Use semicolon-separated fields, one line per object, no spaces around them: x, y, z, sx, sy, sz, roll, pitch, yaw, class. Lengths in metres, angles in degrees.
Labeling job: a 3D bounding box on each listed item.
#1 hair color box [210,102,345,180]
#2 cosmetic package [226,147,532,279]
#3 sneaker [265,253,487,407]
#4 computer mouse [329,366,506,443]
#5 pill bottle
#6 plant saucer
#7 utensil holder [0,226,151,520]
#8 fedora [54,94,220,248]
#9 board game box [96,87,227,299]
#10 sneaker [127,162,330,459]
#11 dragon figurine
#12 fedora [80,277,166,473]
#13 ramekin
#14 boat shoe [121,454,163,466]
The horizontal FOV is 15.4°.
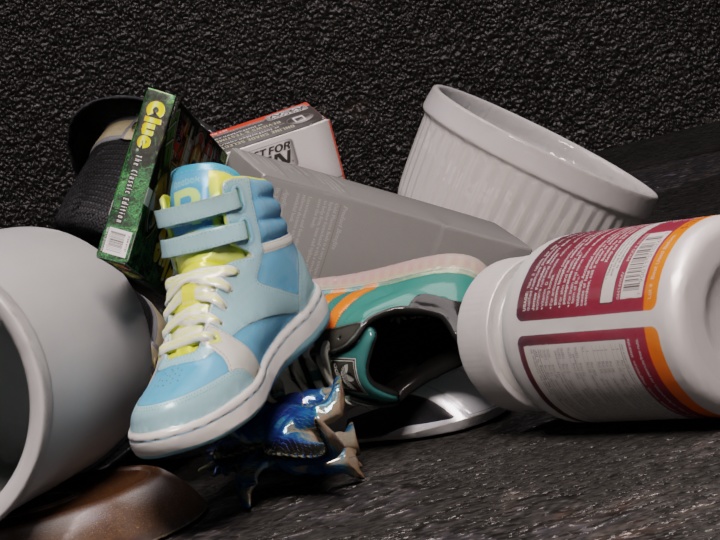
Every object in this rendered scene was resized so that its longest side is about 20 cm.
-0.049;-0.001;1.802;0.101;0.201;0.061;-18;20;-10;hair color box
0.000;0.000;1.740;0.199;0.107;0.090;17;9;-23;cosmetic package
-0.013;0.048;1.625;0.199;0.072;0.080;-19;25;19;sneaker
0.007;0.082;1.688;0.199;0.044;0.109;-11;5;37;computer mouse
0.149;0.030;1.491;0.109;0.110;0.200;-18;6;-35;pill bottle
-0.190;0.151;1.572;0.199;0.032;0.200;-14;4;1;plant saucer
-0.226;0.063;1.553;0.169;0.171;0.200;-13;2;16;utensil holder
-0.144;-0.030;1.877;0.200;0.201;0.092;-8;37;51;fedora
-0.119;-0.042;1.632;0.023;0.105;0.200;18;-5;8;board game box
-0.095;0.015;1.521;0.079;0.131;0.200;-12;20;26;sneaker
-0.053;0.102;1.550;0.099;0.059;0.200;-15;9;0;dragon figurine
-0.204;0.054;1.736;0.200;0.092;0.201;-21;36;16;fedora
0.123;-0.057;2.096;0.199;0.105;0.200;26;9;-4;ramekin
-0.180;0.106;1.813;0.199;0.071;0.070;-21;-7;37;boat shoe
